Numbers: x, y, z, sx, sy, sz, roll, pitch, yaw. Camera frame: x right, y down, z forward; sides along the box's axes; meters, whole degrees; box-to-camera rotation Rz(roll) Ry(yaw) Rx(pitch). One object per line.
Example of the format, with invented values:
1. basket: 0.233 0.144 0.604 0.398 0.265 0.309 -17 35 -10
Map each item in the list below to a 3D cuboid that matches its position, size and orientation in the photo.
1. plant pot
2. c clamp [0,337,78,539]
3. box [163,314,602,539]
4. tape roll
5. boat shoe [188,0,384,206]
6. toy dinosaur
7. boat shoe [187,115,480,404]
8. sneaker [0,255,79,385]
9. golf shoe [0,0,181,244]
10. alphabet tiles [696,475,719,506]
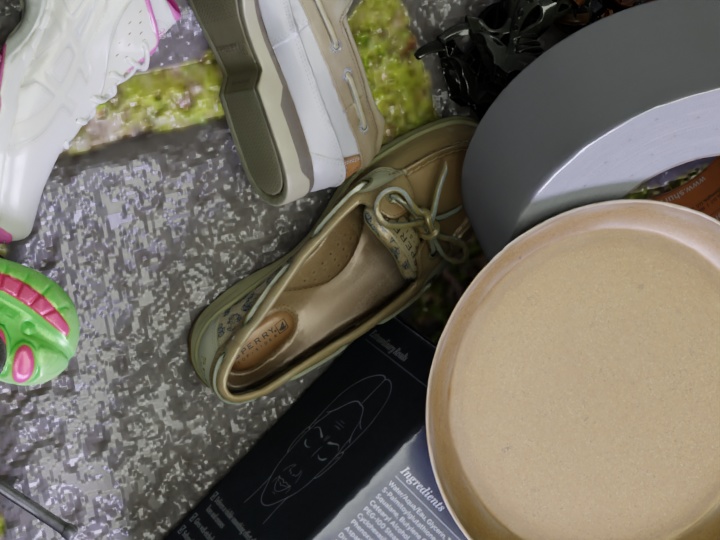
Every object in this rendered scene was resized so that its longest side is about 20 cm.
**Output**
1. plant pot: 0.124 0.062 1.416 0.199 0.027 0.201 -3 101 -16
2. c clamp: -0.209 0.052 1.403 0.170 0.200 0.027 27 66 7
3. box: 0.000 0.138 1.489 0.200 0.148 0.107 -46 110 -3
4. tape roll: 0.154 -0.045 1.454 0.200 0.066 0.201 -13 142 -10
5. boat shoe: -0.043 -0.138 1.466 0.068 0.075 0.201 -21 107 -26
6. toy dinosaur: 0.101 -0.142 1.506 0.200 0.102 0.136 30 75 15
7. boat shoe: 0.000 0.000 1.503 0.200 0.063 0.073 -43 108 -2
8. sneaker: -0.232 -0.002 1.431 0.200 0.084 0.077 37 75 -2
9. golf shoe: -0.139 -0.106 1.433 0.091 0.075 0.201 12 99 -9
10. alphabet tiles: 0.252 0.078 1.546 0.167 0.200 0.008 28 134 -17
